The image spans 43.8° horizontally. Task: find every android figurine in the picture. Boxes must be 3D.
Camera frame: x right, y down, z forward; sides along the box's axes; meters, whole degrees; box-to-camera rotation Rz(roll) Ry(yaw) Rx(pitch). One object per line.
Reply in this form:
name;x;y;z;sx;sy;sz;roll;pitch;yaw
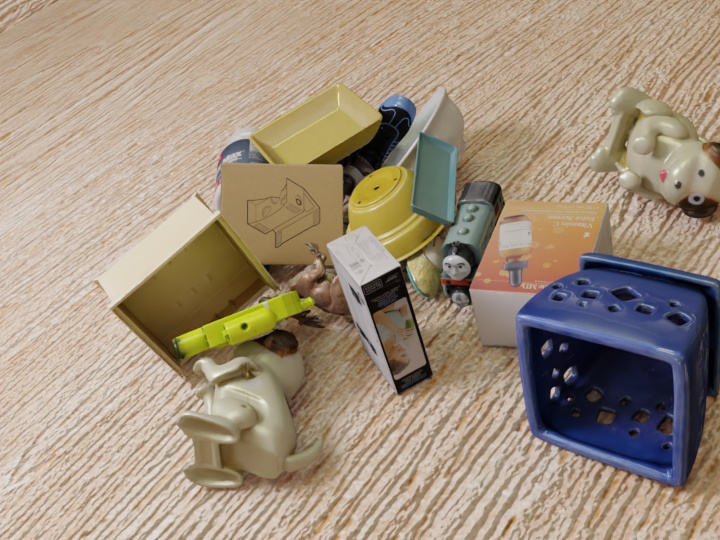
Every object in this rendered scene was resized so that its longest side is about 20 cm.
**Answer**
android figurine;-0.160;0.075;1.237;0.199;0.041;0.182;-20;-2;-19

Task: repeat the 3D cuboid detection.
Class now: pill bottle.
pill bottle;-0.205;-0.175;1.641;0.119;0.120;0.201;-14;37;5

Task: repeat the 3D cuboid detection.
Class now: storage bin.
storage bin;-0.249;0.027;1.319;0.200;0.199;0.094;-42;43;-9

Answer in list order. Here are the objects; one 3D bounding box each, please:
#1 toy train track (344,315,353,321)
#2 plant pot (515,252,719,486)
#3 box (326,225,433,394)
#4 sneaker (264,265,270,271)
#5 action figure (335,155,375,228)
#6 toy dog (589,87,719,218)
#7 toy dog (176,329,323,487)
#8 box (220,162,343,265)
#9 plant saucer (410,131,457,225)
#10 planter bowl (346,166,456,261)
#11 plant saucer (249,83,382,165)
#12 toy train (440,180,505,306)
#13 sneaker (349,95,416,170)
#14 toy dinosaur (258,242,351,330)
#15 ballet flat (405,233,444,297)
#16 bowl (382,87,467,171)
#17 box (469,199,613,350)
toy train track;0.000;0.000;1.413;0.114;0.033;0.201;-6;38;16
plant pot;0.313;0.098;1.039;0.199;0.201;0.180;14;42;36
box;0.027;0.054;1.200;0.060;0.201;0.117;-26;37;-11
sneaker;-0.195;-0.015;1.497;0.082;0.071;0.200;-21;34;37
action figure;-0.057;-0.112;1.536;0.130;0.069;0.201;20;68;40
toy dog;0.468;-0.160;1.344;0.193;0.140;0.200;10;28;-24
toy dog;-0.137;0.167;1.185;0.192;0.140;0.201;1;40;11
box;-0.126;-0.091;1.439;0.198;0.165;0.021;0;-2;-12
plant saucer;0.111;-0.141;1.362;0.069;0.019;0.201;22;41;-11
planter bowl;0.043;-0.102;1.394;0.199;0.084;0.201;-27;31;18
plant saucer;-0.075;-0.232;1.559;0.199;0.049;0.200;-32;37;-7
toy train;0.168;-0.042;1.328;0.085;0.114;0.201;3;42;26
sneaker;0.034;-0.225;1.580;0.070;0.200;0.078;26;56;-11
toy dinosaur;-0.045;0.036;1.322;0.199;0.137;0.086;9;8;21
ballet flat;0.103;-0.041;1.385;0.070;0.071;0.201;-13;35;7
bowl;0.120;-0.206;1.537;0.202;0.090;0.201;-55;9;13
box;0.256;0.004;1.242;0.151;0.107;0.201;4;42;26
